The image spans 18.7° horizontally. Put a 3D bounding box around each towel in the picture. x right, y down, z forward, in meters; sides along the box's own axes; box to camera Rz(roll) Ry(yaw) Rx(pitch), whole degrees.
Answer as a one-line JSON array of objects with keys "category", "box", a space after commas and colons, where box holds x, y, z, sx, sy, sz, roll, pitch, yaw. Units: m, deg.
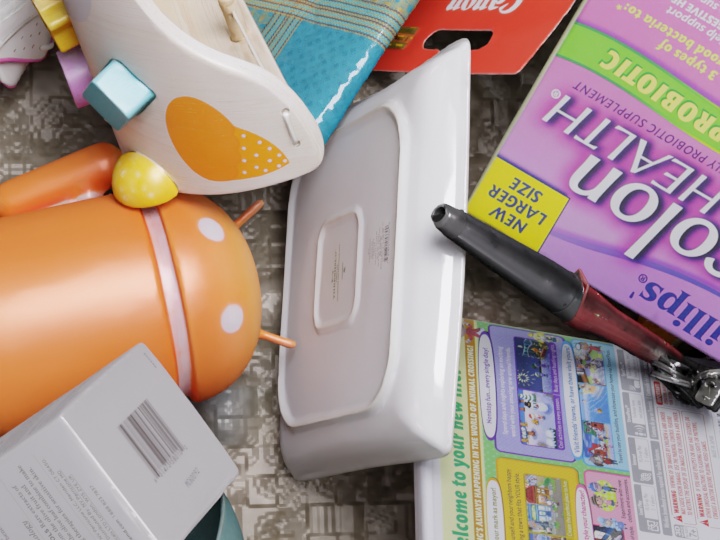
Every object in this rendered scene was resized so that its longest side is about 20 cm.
[{"category": "towel", "box": [-0.025, -0.155, 1.170, 0.147, 0.022, 0.200, 22, 71, 39]}]

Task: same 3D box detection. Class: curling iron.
[{"category": "curling iron", "box": [0.109, 0.016, 1.044, 0.200, 0.050, 0.026, 33, 83, -30]}]

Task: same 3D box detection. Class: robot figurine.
[{"category": "robot figurine", "box": [-0.138, 0.020, 1.115, 0.200, 0.117, 0.144, -11, 39, -11]}]

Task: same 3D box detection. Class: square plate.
[{"category": "square plate", "box": [0.000, 0.000, 1.099, 0.028, 0.198, 0.200, 7, 79, -21]}]

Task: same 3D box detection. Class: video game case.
[{"category": "video game case", "box": [0.115, 0.106, 1.056, 0.182, 0.022, 0.200, 10, 40, -8]}]

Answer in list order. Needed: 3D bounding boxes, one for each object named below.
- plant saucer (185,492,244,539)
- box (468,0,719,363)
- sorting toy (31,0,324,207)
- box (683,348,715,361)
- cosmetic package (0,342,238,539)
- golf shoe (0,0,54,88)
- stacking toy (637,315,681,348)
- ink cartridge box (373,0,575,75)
[{"category": "plant saucer", "box": [-0.104, 0.198, 1.050, 0.036, 0.200, 0.200, 31, 77, -12]}, {"category": "box", "box": [0.178, -0.076, 1.110, 0.176, 0.097, 0.200, 31, 103, 2]}, {"category": "sorting toy", "box": [-0.121, -0.146, 1.070, 0.107, 0.180, 0.200, -28, 44, 1]}, {"category": "box", "box": [0.198, 0.140, 1.185, 0.200, 0.048, 0.193, -22, 82, -12]}, {"category": "cosmetic package", "box": [-0.169, 0.129, 1.030, 0.200, 0.108, 0.085, -35, 95, 24]}, {"category": "golf shoe", "box": [-0.181, -0.154, 1.171, 0.200, 0.075, 0.092, -30, 109, -15]}, {"category": "stacking toy", "box": [0.212, -0.037, 1.200, 0.110, 0.116, 0.200, 33, 88, -4]}, {"category": "ink cartridge box", "box": [0.079, -0.195, 1.165, 0.047, 0.160, 0.200, 42, 74, -28]}]
